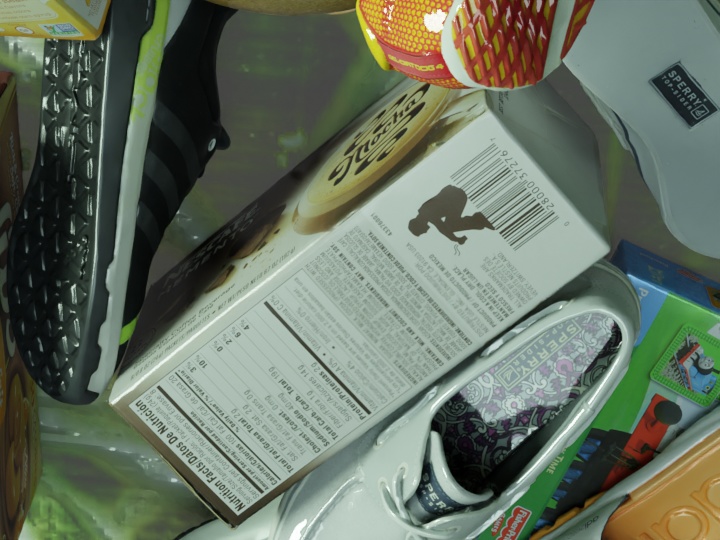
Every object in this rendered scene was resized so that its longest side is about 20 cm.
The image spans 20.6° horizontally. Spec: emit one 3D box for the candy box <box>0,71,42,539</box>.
[{"bbox_3d":[-0.175,0.029,0.836,0.055,0.116,0.202,1,116,2],"label":"candy box"}]

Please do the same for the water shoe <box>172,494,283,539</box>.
[{"bbox_3d":[0.001,0.127,0.886,0.199,0.071,0.079,-28,73,24],"label":"water shoe"}]

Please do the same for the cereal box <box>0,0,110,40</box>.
[{"bbox_3d":[-0.196,-0.143,0.700,0.143,0.040,0.200,7,163,29],"label":"cereal box"}]

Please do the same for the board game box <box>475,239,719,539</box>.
[{"bbox_3d":[0.172,0.093,0.889,0.199,0.037,0.152,23,115,-8],"label":"board game box"}]

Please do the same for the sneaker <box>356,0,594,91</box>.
[{"bbox_3d":[0.072,-0.141,0.680,0.200,0.077,0.073,-44,128,-24],"label":"sneaker"}]

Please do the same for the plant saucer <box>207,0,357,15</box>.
[{"bbox_3d":[-0.029,-0.177,0.695,0.198,0.036,0.202,2,120,3],"label":"plant saucer"}]

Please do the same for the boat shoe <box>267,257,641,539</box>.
[{"bbox_3d":[0.037,0.077,0.798,0.200,0.069,0.072,-39,98,11],"label":"boat shoe"}]

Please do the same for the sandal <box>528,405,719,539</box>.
[{"bbox_3d":[0.125,0.130,0.857,0.079,0.059,0.207,37,113,-13],"label":"sandal"}]

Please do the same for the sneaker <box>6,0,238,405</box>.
[{"bbox_3d":[-0.086,-0.039,0.809,0.082,0.072,0.202,-1,110,-40],"label":"sneaker"}]

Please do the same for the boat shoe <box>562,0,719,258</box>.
[{"bbox_3d":[0.122,-0.077,0.786,0.072,0.066,0.200,-34,137,18],"label":"boat shoe"}]

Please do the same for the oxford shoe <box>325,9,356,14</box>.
[{"bbox_3d":[-0.046,-0.181,0.755,0.071,0.071,0.201,-23,114,12],"label":"oxford shoe"}]

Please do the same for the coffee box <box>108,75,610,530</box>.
[{"bbox_3d":[0.000,0.000,0.814,0.200,0.113,0.080,-38,108,20],"label":"coffee box"}]
